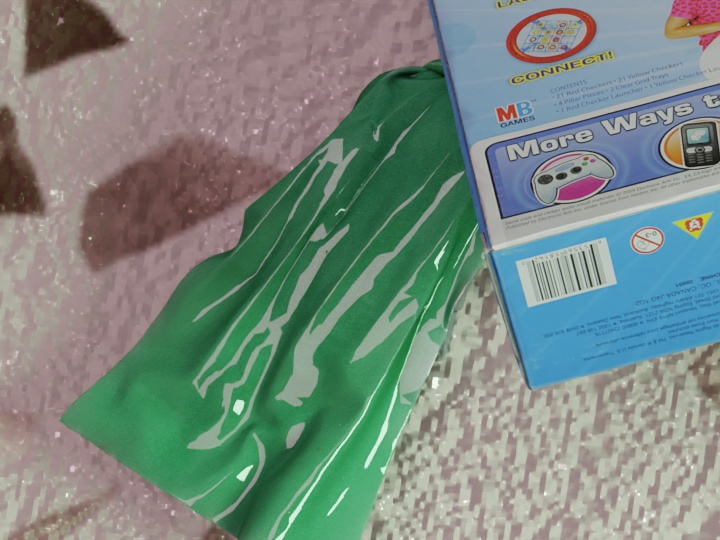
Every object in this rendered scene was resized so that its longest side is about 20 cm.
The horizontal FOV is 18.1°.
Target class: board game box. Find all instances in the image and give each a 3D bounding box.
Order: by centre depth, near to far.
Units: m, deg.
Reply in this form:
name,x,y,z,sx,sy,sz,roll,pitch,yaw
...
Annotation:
name,x,y,z,sx,sy,sz,roll,pitch,yaw
board game box,0.124,-0.071,0.686,0.200,0.056,0.196,-15,39,5

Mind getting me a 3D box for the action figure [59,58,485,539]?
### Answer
name,x,y,z,sx,sy,sz,roll,pitch,yaw
action figure,0.000,0.000,0.779,0.118,0.055,0.200,32,84,17
